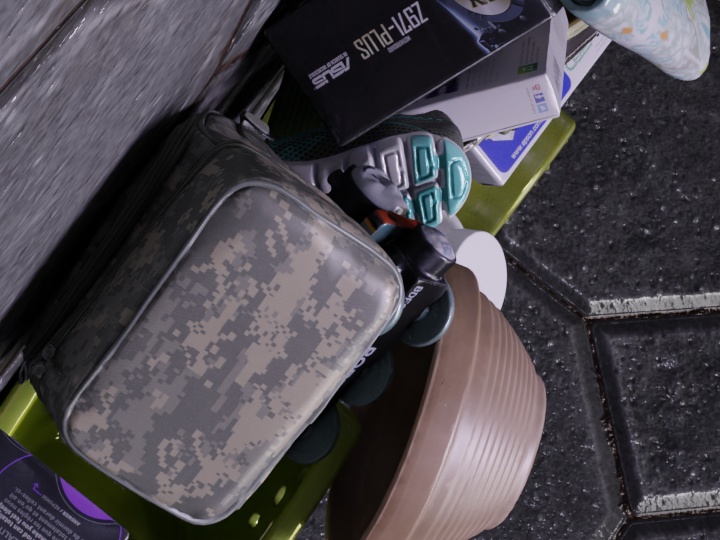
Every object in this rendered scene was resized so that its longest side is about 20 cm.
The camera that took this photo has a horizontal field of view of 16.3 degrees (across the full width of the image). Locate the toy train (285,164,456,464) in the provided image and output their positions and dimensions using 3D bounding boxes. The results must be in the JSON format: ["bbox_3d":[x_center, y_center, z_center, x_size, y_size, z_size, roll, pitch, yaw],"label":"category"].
[{"bbox_3d":[-0.032,0.030,1.480,0.200,0.114,0.085,-47,152,20],"label":"toy train"}]

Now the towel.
[{"bbox_3d":[0.147,-0.224,1.492,0.048,0.202,0.171,-21,161,27],"label":"towel"}]

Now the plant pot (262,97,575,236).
[{"bbox_3d":[0.054,-0.120,1.910,0.201,0.192,0.200,-53,179,-1],"label":"plant pot"}]

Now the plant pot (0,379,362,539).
[{"bbox_3d":[-0.130,0.111,1.646,0.200,0.199,0.182,-54,-175,5],"label":"plant pot"}]

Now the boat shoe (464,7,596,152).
[{"bbox_3d":[0.086,-0.124,1.738,0.200,0.066,0.072,-33,-148,-23],"label":"boat shoe"}]

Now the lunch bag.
[{"bbox_3d":[-0.096,0.019,1.403,0.201,0.139,0.168,-53,-153,8],"label":"lunch bag"}]

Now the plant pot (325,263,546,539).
[{"bbox_3d":[0.054,0.100,1.557,0.201,0.092,0.202,-160,-90,-80],"label":"plant pot"}]

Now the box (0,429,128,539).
[{"bbox_3d":[-0.243,0.202,1.469,0.200,0.122,0.106,-52,180,-16],"label":"box"}]

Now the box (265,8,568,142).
[{"bbox_3d":[0.037,-0.120,1.653,0.198,0.037,0.145,-13,-154,14],"label":"box"}]

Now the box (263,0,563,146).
[{"bbox_3d":[0.055,-0.178,1.530,0.163,0.086,0.200,-30,-170,27],"label":"box"}]

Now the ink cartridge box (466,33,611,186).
[{"bbox_3d":[0.091,-0.200,1.799,0.198,0.200,0.047,-51,-153,-20],"label":"ink cartridge box"}]

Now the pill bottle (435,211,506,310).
[{"bbox_3d":[0.000,0.000,1.723,0.199,0.111,0.111,5,-138,37],"label":"pill bottle"}]

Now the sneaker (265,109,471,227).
[{"bbox_3d":[-0.024,-0.057,1.559,0.091,0.198,0.078,-69,151,-63],"label":"sneaker"}]
